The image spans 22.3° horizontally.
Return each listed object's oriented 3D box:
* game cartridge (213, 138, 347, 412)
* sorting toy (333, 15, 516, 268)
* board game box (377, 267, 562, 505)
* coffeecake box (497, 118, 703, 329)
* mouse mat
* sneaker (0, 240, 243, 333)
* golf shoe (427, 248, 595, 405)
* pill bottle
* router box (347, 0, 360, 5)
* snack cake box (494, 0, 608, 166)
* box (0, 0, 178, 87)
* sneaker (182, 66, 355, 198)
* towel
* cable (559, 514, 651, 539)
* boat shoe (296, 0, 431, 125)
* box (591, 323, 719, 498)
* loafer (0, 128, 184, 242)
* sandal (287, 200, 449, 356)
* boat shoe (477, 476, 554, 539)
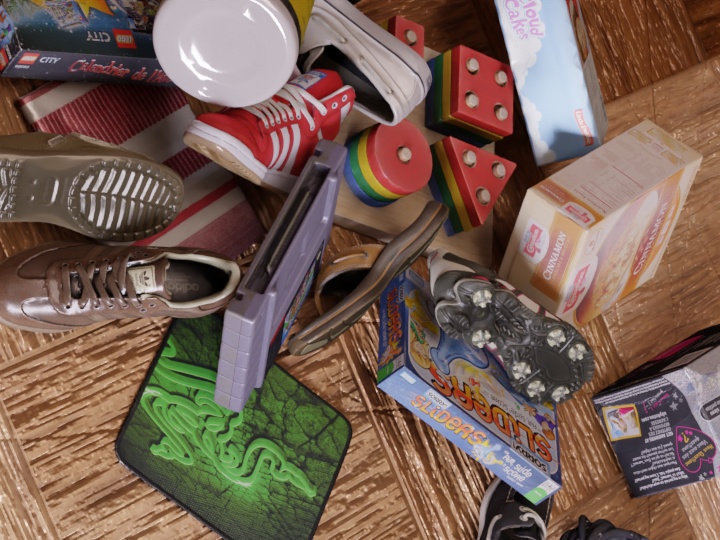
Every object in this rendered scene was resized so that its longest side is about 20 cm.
[{"bbox_3d":[-0.063,0.005,1.478,0.038,0.130,0.201,18,51,10],"label":"game cartridge"},{"bbox_3d":[0.060,-0.123,1.665,0.199,0.069,0.200,19,64,-36],"label":"sorting toy"},{"bbox_3d":[0.097,0.101,1.614,0.200,0.034,0.136,38,32,-26],"label":"board game box"},{"bbox_3d":[0.218,-0.032,1.710,0.073,0.154,0.199,37,43,24],"label":"coffeecake box"},{"bbox_3d":[-0.098,0.138,1.484,0.200,0.008,0.162,39,54,-24],"label":"mouse mat"},{"bbox_3d":[-0.183,0.004,1.391,0.199,0.075,0.071,-5,81,-30],"label":"sneaker"},{"bbox_3d":[0.136,0.045,1.621,0.200,0.077,0.088,39,15,-36],"label":"golf shoe"},{"bbox_3d":[-0.091,-0.229,1.454,0.114,0.114,0.201,42,33,-22],"label":"pill bottle"},{"bbox_3d":[-0.059,-0.313,1.570,0.200,0.149,0.062,47,48,-20],"label":"router box"},{"bbox_3d":[0.179,-0.213,1.740,0.115,0.067,0.201,-55,132,-69],"label":"snack cake box"},{"bbox_3d":[-0.211,-0.216,1.461,0.199,0.038,0.137,-1,62,-41],"label":"box"},{"bbox_3d":[-0.070,-0.126,1.481,0.113,0.071,0.200,-61,161,3],"label":"sneaker"},{"bbox_3d":[-0.176,-0.079,1.479,0.144,0.023,0.201,-36,99,-40],"label":"towel"},{"bbox_3d":[0.237,0.318,1.693,0.200,0.051,0.164,36,60,-30],"label":"cable"},{"bbox_3d":[-0.036,-0.193,1.571,0.199,0.072,0.066,36,53,2],"label":"boat shoe"},{"bbox_3d":[0.349,0.126,1.788,0.199,0.132,0.115,-25,91,-42],"label":"box"},{"bbox_3d":[-0.226,-0.072,1.386,0.199,0.076,0.067,9,26,-36],"label":"loafer"},{"bbox_3d":[0.000,0.000,1.557,0.055,0.082,0.200,42,66,4],"label":"sandal"},{"bbox_3d":[0.132,0.244,1.610,0.074,0.060,0.200,48,50,-13],"label":"boat shoe"}]
